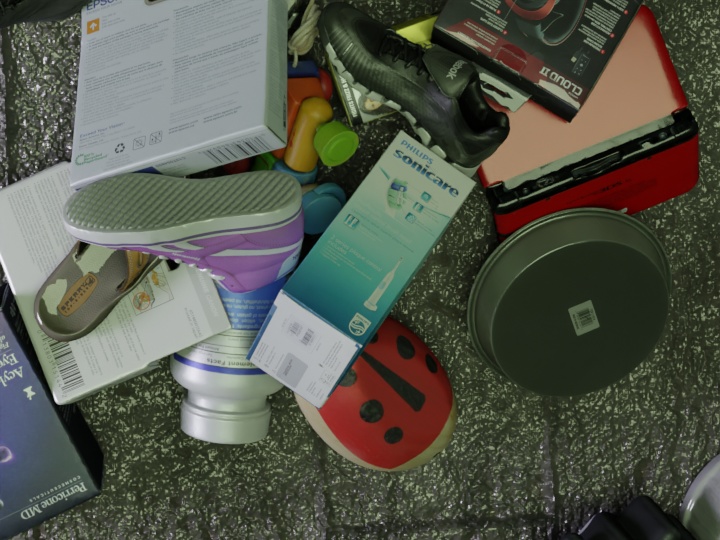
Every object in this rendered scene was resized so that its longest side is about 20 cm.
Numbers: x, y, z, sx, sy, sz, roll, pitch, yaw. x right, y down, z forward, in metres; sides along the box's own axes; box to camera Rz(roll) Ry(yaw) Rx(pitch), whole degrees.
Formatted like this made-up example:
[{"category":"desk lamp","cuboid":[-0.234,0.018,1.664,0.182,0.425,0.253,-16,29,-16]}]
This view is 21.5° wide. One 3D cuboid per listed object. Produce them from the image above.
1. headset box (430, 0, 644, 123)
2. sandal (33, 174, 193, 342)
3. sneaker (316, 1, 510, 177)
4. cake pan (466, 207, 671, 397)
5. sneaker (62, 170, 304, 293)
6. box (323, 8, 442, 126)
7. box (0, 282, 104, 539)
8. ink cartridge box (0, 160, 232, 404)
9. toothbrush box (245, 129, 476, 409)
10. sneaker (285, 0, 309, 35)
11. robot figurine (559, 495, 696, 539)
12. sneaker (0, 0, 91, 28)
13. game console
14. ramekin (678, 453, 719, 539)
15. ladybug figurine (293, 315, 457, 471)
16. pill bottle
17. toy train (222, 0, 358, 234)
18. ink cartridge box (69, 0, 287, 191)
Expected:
[{"category":"headset box","cuboid":[0.162,-0.236,1.645,0.148,0.075,0.200,30,86,2]},{"category":"sandal","cuboid":[-0.217,-0.023,1.639,0.082,0.055,0.200,43,95,8]},{"category":"sneaker","cuboid":[0.053,-0.166,1.616,0.200,0.067,0.090,43,140,-15]},{"category":"cake pan","cuboid":[0.199,0.036,1.755,0.200,0.037,0.201,-7,122,-11]},{"category":"sneaker","cuboid":[-0.147,-0.021,1.595,0.200,0.073,0.114,0,138,-1]},{"category":"box","cuboid":[0.072,-0.197,1.713,0.199,0.050,0.075,-19,103,-2]},{"category":"box","cuboid":[-0.340,0.137,1.722,0.148,0.104,0.200,-27,104,0]},{"category":"ink cartridge box","cuboid":[-0.224,-0.004,1.689,0.176,0.045,0.200,-23,85,7]},{"category":"toothbrush box","cuboid":[0.000,0.000,1.635,0.085,0.146,0.200,35,61,3]},{"category":"sneaker","cuboid":[-0.134,-0.194,1.694,0.090,0.078,0.200,39,96,8]},{"category":"robot figurine","cuboid":[0.236,0.314,1.811,0.150,0.125,0.200,43,96,5]},{"category":"sneaker","cuboid":[-0.304,-0.242,1.642,0.200,0.091,0.076,-27,94,-1]},{"category":"game console","cuboid":[0.197,-0.123,1.734,0.200,0.172,0.119,-22,62,0]},{"category":"ramekin","cuboid":[0.414,0.267,1.829,0.199,0.105,0.201,-1,103,-5]},{"category":"ladybug figurine","cuboid":[0.018,0.108,1.740,0.200,0.072,0.136,37,69,-30]},{"category":"pill bottle","cuboid":[-0.115,0.050,1.721,0.112,0.112,0.201,4,103,-7]},{"category":"toy train","cuboid":[-0.042,-0.139,1.647,0.084,0.116,0.200,-8,132,-37]},{"category":"ink cartridge box","cuboid":[-0.155,-0.172,1.625,0.199,0.201,0.041,-14,150,24]}]
